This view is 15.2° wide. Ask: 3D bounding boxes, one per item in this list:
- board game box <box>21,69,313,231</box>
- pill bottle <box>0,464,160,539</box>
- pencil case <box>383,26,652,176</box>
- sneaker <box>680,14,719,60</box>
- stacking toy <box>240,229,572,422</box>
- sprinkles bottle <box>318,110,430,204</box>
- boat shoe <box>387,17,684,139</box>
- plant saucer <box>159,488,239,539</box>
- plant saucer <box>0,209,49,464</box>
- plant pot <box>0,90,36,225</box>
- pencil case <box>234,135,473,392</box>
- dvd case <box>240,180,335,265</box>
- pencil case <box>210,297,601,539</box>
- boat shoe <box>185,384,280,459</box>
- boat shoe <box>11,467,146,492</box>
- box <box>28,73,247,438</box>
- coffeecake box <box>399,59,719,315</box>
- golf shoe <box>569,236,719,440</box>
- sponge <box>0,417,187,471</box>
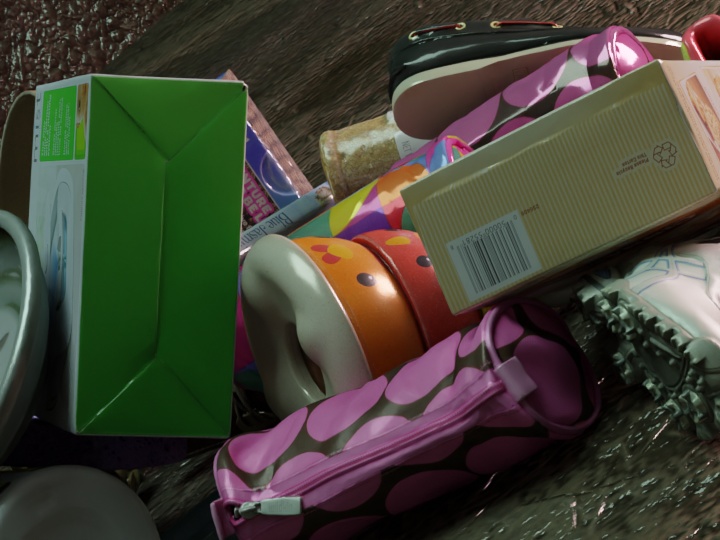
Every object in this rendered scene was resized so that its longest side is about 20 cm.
[{"bbox_3d":[-0.134,-0.024,1.983,0.199,0.160,0.097,-34,7,5],"label":"board game box"},{"bbox_3d":[-0.203,0.172,1.574,0.114,0.115,0.200,-41,14,-25],"label":"pill bottle"},{"bbox_3d":[0.103,-0.063,1.665,0.199,0.091,0.094,-29,-27,23],"label":"pencil case"},{"bbox_3d":[0.243,-0.116,1.503,0.078,0.091,0.200,-40,15,-27],"label":"sneaker"},{"bbox_3d":[0.044,0.020,1.517,0.199,0.147,0.146,-23,8,-21],"label":"stacking toy"},{"bbox_3d":[0.075,-0.089,1.781,0.199,0.069,0.068,-18,15,8],"label":"sprinkles bottle"},{"bbox_3d":[0.116,-0.131,1.707,0.200,0.074,0.063,-6,46,1],"label":"boat shoe"},{"bbox_3d":[-0.038,0.111,1.582,0.200,0.019,0.070,-38,13,-11],"label":"plant saucer"},{"bbox_3d":[-0.229,0.065,1.552,0.200,0.050,0.201,-35,41,38],"label":"plant saucer"},{"bbox_3d":[-0.159,-0.026,1.853,0.134,0.202,0.200,-5,1,-23],"label":"plant pot"},{"bbox_3d":[0.000,0.000,1.602,0.199,0.089,0.088,-31,13,17],"label":"pencil case"},{"bbox_3d":[-0.090,0.021,1.825,0.200,0.018,0.143,-34,-21,-44],"label":"dvd case"},{"bbox_3d":[0.020,0.086,1.370,0.199,0.091,0.094,-30,-17,26],"label":"pencil case"},{"bbox_3d":[-0.060,0.062,1.696,0.199,0.076,0.072,-34,15,16],"label":"boat shoe"},{"bbox_3d":[-0.176,0.129,1.756,0.064,0.071,0.200,-35,14,-15],"label":"boat shoe"},{"bbox_3d":[-0.132,-0.010,1.565,0.096,0.201,0.176,3,2,-18],"label":"box"},{"bbox_3d":[0.135,-0.046,1.398,0.153,0.073,0.200,-26,-7,24],"label":"coffeecake box"},{"bbox_3d":[0.163,0.016,1.277,0.097,0.079,0.200,-30,14,-1],"label":"golf shoe"},{"bbox_3d":[-0.216,0.100,1.650,0.199,0.030,0.111,2,1,27],"label":"sponge"}]
